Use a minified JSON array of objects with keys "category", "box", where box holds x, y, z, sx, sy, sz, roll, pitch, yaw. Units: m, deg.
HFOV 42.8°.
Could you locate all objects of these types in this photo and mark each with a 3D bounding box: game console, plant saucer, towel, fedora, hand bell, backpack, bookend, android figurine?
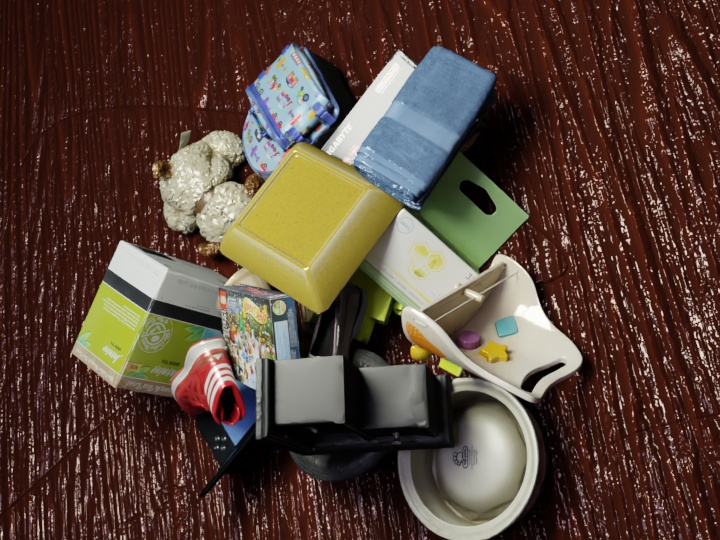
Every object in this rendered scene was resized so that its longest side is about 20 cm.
[{"category":"game console","box":[-0.186,0.212,1.381,0.200,0.116,0.176,-49,55,13]},{"category":"plant saucer","box":[-0.073,-0.073,1.220,0.199,0.049,0.201,29,77,30]},{"category":"towel","box":[0.084,-0.186,1.188,0.111,0.049,0.201,33,82,12]},{"category":"fedora","box":[-0.007,0.205,1.264,0.199,0.091,0.202,-18,60,33]},{"category":"hand bell","box":[-0.118,0.089,1.394,0.200,0.104,0.104,41,101,27]},{"category":"backpack","box":[-0.110,-0.226,1.443,0.200,0.134,0.184,-38,58,22]},{"category":"bookend","box":[0.000,0.159,1.084,0.198,0.199,0.093,-5,73,10]},{"category":"android figurine","box":[0.000,0.000,1.315,0.180,0.041,0.202,15,78,12]}]

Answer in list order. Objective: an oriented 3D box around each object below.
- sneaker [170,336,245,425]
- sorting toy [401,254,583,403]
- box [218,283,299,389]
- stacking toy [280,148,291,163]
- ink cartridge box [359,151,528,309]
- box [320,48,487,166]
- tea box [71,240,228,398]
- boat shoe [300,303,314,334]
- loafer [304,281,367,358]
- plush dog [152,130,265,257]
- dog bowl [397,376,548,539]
[{"category":"sneaker","box":[-0.227,0.195,1.364,0.201,0.078,0.116,111,140,-54]},{"category":"sorting toy","box":[0.173,0.091,1.136,0.179,0.199,0.108,33,131,31]},{"category":"box","box":[-0.143,0.095,1.289,0.200,0.037,0.138,7,105,62]},{"category":"stacking toy","box":[-0.074,-0.086,1.295,0.085,0.085,0.201,-30,62,25]},{"category":"ink cartridge box","box":[0.110,-0.041,1.234,0.145,0.048,0.200,41,107,-9]},{"category":"box","box":[0.053,-0.175,1.273,0.159,0.046,0.200,45,107,14]},{"category":"tea box","box":[-0.309,0.085,1.453,0.133,0.199,0.198,27,94,38]},{"category":"boat shoe","box":[-0.077,0.001,1.390,0.066,0.074,0.202,-24,64,22]},{"category":"loafer","box":[-0.049,0.107,1.236,0.071,0.063,0.202,5,73,41]},{"category":"plush dog","box":[-0.245,-0.120,1.517,0.171,0.160,0.201,38,100,13]},{"category":"dog bowl","box":[0.148,0.239,1.161,0.199,0.074,0.202,-10,72,33]}]
